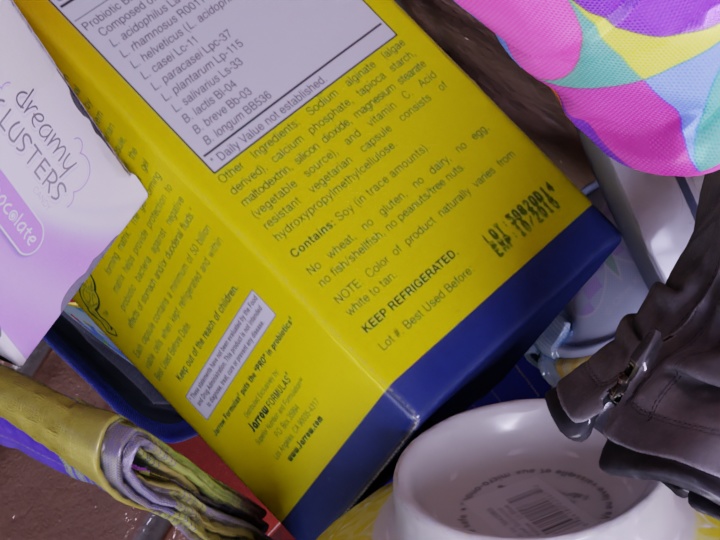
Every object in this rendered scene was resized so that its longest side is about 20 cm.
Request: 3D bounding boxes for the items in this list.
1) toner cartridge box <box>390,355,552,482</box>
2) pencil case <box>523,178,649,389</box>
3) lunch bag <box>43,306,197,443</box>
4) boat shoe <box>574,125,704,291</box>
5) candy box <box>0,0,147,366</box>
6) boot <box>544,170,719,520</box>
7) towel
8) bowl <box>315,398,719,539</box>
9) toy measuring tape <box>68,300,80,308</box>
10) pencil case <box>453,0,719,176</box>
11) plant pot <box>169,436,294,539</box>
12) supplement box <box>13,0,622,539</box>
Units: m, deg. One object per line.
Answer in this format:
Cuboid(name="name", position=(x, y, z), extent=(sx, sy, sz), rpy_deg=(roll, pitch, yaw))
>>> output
Cuboid(name="toner cartridge box", position=(0.000, 0.000, 0.869), extent=(0.201, 0.095, 0.043), rpy_deg=(53, -154, 7))
Cuboid(name="pencil case", position=(0.145, 0.045, 0.839), extent=(0.200, 0.091, 0.083), rpy_deg=(37, 170, -35))
Cuboid(name="lunch bag", position=(-0.107, -0.019, 1.046), extent=(0.170, 0.127, 0.200), rpy_deg=(42, 165, 11))
Cuboid(name="boat shoe", position=(0.141, 0.006, 0.706), extent=(0.203, 0.086, 0.075), rpy_deg=(61, 180, 8))
Cuboid(name="candy box", position=(-0.184, -0.070, 0.678), extent=(0.199, 0.072, 0.168), rpy_deg=(18, 152, 37))
Cuboid(name="boot", position=(0.124, 0.009, 0.557), extent=(0.070, 0.132, 0.200), rpy_deg=(34, 172, -12))
Cuboid(name="towel", position=(-0.127, 0.042, 0.733), extent=(0.199, 0.023, 0.144), rpy_deg=(21, 170, 22))
Cuboid(name="bowl", position=(0.053, 0.103, 0.665), extent=(0.200, 0.199, 0.108), rpy_deg=(24, 129, 46))
Cuboid(name="toy measuring tape", position=(-0.134, -0.015, 0.867), extent=(0.199, 0.074, 0.074), rpy_deg=(-10, 149, 29))
Cuboid(name="pencil case", position=(0.028, -0.100, 0.467), extent=(0.088, 0.089, 0.200), rpy_deg=(23, 169, 48))
Cuboid(name="plant pot", position=(-0.042, 0.105, 1.606), extent=(0.176, 0.200, 0.200), rpy_deg=(43, 177, 27))
Cuboid(name="supplement box", position=(-0.034, -0.029, 0.747), extent=(0.200, 0.109, 0.110), rpy_deg=(46, 146, 8))
